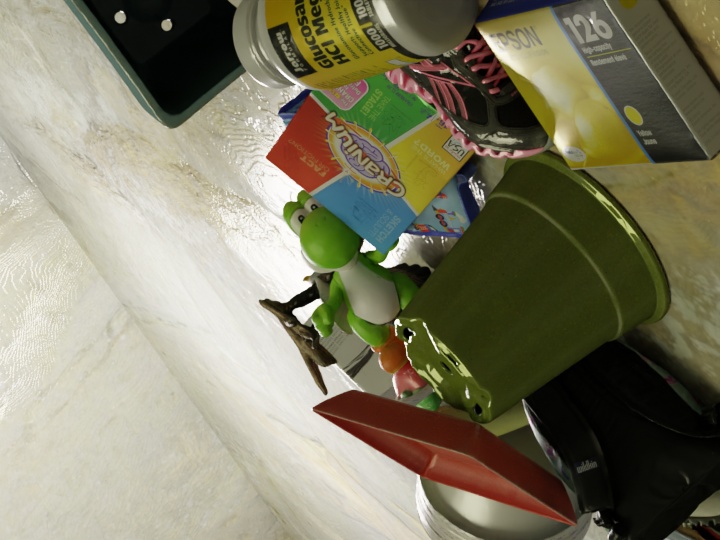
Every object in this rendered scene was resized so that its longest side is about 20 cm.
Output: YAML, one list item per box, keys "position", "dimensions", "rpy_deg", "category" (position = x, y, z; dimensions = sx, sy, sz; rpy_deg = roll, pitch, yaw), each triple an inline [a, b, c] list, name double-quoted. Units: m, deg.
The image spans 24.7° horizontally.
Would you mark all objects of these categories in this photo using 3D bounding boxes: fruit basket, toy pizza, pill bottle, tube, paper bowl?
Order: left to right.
- position: [-0.010, -0.209, 1.324]
  dimensions: [0.199, 0.113, 0.113]
  rpy_deg: [-12, 121, 47]
  category: "pill bottle"
- position: [0.093, 0.102, 1.706]
  dimensions: [0.094, 0.200, 0.185]
  rpy_deg: [50, 163, -6]
  category: "fruit basket"
- position: [0.139, 0.158, 1.751]
  dimensions: [0.058, 0.198, 0.052]
  rpy_deg: [-124, 27, -50]
  category: "tube"
- position: [0.161, 0.225, 1.805]
  dimensions: [0.200, 0.200, 0.105]
  rpy_deg: [38, 145, 33]
  category: "paper bowl"
- position: [0.310, 0.255, 1.691]
  dimensions: [0.199, 0.032, 0.200]
  rpy_deg: [26, 175, 2]
  category: "toy pizza"

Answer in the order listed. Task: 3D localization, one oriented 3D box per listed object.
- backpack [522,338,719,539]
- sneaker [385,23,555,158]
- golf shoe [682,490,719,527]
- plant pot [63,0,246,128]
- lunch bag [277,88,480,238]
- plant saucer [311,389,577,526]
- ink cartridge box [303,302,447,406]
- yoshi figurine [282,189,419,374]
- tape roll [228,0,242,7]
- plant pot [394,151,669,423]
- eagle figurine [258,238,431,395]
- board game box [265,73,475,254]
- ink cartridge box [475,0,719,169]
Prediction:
- position: [0.237, 0.152, 1.533]
  dimensions: [0.200, 0.167, 0.127]
  rpy_deg: [47, 170, 30]
  category: "backpack"
- position: [0.089, -0.169, 1.354]
  dimensions: [0.200, 0.079, 0.096]
  rpy_deg: [38, 149, 31]
  category: "sneaker"
- position: [0.289, 0.188, 1.601]
  dimensions: [0.199, 0.077, 0.089]
  rpy_deg: [17, 113, 30]
  category: "golf shoe"
- position: [-0.194, -0.278, 1.641]
  dimensions: [0.196, 0.196, 0.200]
  rpy_deg: [53, 169, -16]
  category: "plant pot"
- position: [0.038, -0.110, 1.610]
  dimensions: [0.199, 0.094, 0.151]
  rpy_deg: [15, 141, 43]
  category: "lunch bag"
- position: [0.084, 0.169, 1.531]
  dimensions: [0.199, 0.037, 0.200]
  rpy_deg: [12, 164, 42]
  category: "plant saucer"
- position: [0.042, 0.109, 1.973]
  dimensions: [0.200, 0.084, 0.145]
  rpy_deg: [43, -170, 21]
  category: "ink cartridge box"
- position: [-0.002, 0.006, 1.635]
  dimensions: [0.200, 0.113, 0.112]
  rpy_deg: [49, 140, -13]
  category: "yoshi figurine"
- position: [-0.091, -0.312, 1.459]
  dimensions: [0.202, 0.071, 0.203]
  rpy_deg: [40, 159, 18]
  category: "tape roll"
- position: [0.135, 0.028, 1.449]
  dimensions: [0.200, 0.190, 0.200]
  rpy_deg: [45, 163, 17]
  category: "plant pot"
- position: [-0.011, 0.006, 1.777]
  dimensions: [0.151, 0.200, 0.152]
  rpy_deg: [38, 157, 31]
  category: "eagle figurine"
- position: [0.015, -0.120, 1.518]
  dimensions: [0.153, 0.040, 0.200]
  rpy_deg: [39, 141, -2]
  category: "board game box"
- position: [0.162, -0.165, 1.204]
  dimensions: [0.200, 0.047, 0.197]
  rpy_deg: [51, 165, -15]
  category: "ink cartridge box"
